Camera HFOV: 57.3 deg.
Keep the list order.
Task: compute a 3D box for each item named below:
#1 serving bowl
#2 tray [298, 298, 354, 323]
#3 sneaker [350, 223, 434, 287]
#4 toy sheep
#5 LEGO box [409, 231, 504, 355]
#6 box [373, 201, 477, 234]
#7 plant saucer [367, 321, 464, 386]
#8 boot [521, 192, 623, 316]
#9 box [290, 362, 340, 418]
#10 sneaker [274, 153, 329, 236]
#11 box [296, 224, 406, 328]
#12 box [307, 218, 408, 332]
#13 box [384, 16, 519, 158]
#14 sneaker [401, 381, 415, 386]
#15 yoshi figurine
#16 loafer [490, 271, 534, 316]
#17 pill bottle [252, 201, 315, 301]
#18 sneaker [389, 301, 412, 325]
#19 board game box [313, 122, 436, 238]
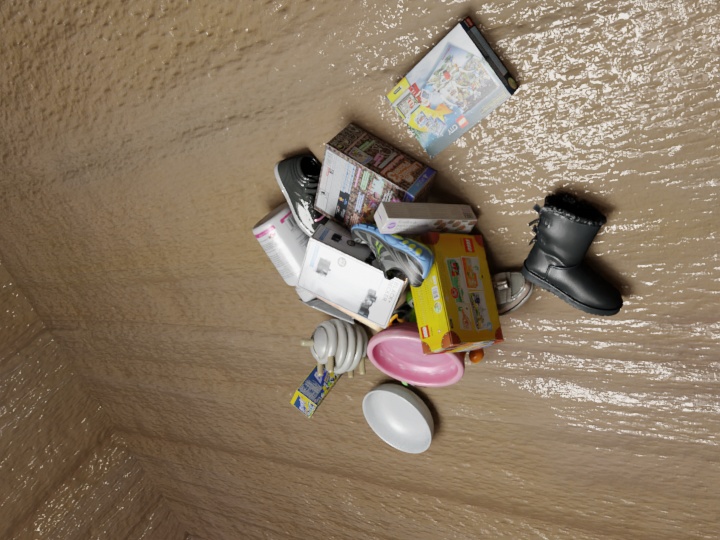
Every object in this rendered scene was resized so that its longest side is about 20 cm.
[{"bbox_3d":[0.102,0.356,1.642,0.196,0.066,0.204,22,135,23],"label":"serving bowl"},{"bbox_3d":[-0.078,0.085,1.512,0.105,0.023,0.200,24,176,-14],"label":"tray"},{"bbox_3d":[0.046,-0.030,1.176,0.198,0.070,0.085,31,110,41],"label":"sneaker"},{"bbox_3d":[-0.053,0.180,1.553,0.136,0.196,0.143,-17,68,50],"label":"toy sheep"},{"bbox_3d":[0.169,0.040,1.196,0.076,0.146,0.207,-24,71,47],"label":"LEGO box"},{"bbox_3d":[0.118,-0.092,1.173,0.039,0.195,0.042,-59,43,43],"label":"box"},{"bbox_3d":[0.111,0.162,1.299,0.194,0.052,0.203,12,147,8],"label":"plant saucer"},{"bbox_3d":[0.369,-0.029,1.107,0.194,0.073,0.166,27,133,20],"label":"boot"},{"bbox_3d":[-0.087,0.257,1.611,0.064,0.200,0.071,35,138,7],"label":"box"},{"bbox_3d":[-0.100,-0.152,1.382,0.098,0.070,0.203,-16,108,50],"label":"sneaker"},{"bbox_3d":[-0.014,0.011,1.256,0.195,0.060,0.119,25,122,4],"label":"box"},{"bbox_3d":[0.000,0.000,1.346,0.196,0.107,0.155,27,118,4],"label":"box"},{"bbox_3d":[0.146,-0.295,1.090,0.137,0.038,0.199,50,139,-7],"label":"box"},{"bbox_3d":[0.150,0.192,1.476,0.081,0.078,0.203,18,139,1],"label":"sneaker"},{"bbox_3d":[0.159,0.125,1.332,0.200,0.113,0.112,45,175,-19],"label":"yoshi figurine"},{"bbox_3d":[0.241,0.050,1.260,0.062,0.074,0.199,19,151,-28],"label":"loafer"},{"bbox_3d":[-0.145,-0.040,1.480,0.112,0.114,0.203,-17,111,45],"label":"pill bottle"},{"bbox_3d":[0.077,0.132,1.463,0.078,0.077,0.202,43,139,12],"label":"sneaker"},{"bbox_3d":[0.024,-0.153,1.261,0.197,0.097,0.162,32,138,13],"label":"board game box"}]
